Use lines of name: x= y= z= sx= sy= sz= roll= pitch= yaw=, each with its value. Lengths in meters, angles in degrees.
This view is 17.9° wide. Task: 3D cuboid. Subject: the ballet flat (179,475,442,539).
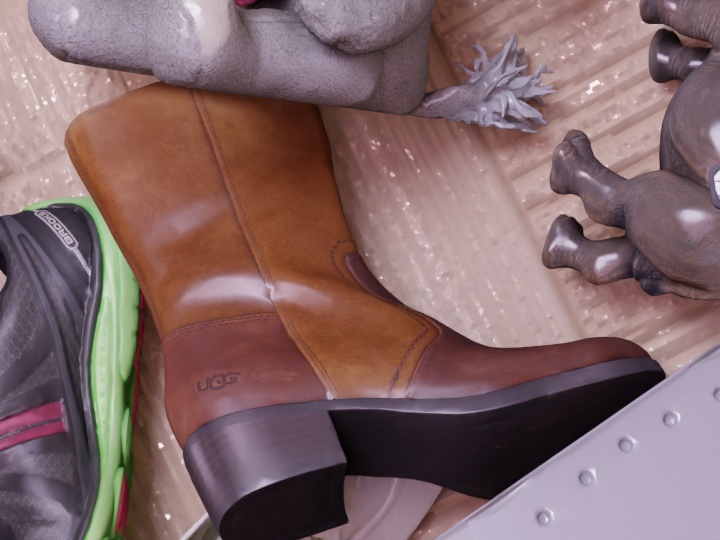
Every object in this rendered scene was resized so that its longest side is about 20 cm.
ballet flat: x=-0.035 y=0.104 z=0.888 sx=0.200 sy=0.069 sz=0.069 roll=-45 pitch=74 yaw=7

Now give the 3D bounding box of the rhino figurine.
rhino figurine: x=0.146 y=-0.078 z=0.855 sx=0.087 sy=0.060 sz=0.200 roll=24 pitch=80 yaw=26

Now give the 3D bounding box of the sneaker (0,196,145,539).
sneaker: x=-0.131 y=0.067 z=0.901 sx=0.083 sy=0.077 sz=0.201 roll=4 pitch=66 yaw=-2

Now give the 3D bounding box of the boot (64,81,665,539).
boot: x=0.000 y=0.000 z=0.885 sx=0.188 sy=0.069 sz=0.200 roll=-16 pitch=54 yaw=-10

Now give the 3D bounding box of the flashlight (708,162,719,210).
flashlight: x=0.174 y=-0.021 z=0.768 sx=0.068 sy=0.200 sz=0.068 roll=34 pitch=94 yaw=19

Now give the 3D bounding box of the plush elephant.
plush elephant: x=-0.006 y=-0.140 z=0.856 sx=0.199 sy=0.165 sz=0.156 roll=7 pitch=96 yaw=-21

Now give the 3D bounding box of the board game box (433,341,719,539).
board game box: x=0.146 y=0.135 z=0.810 sx=0.200 sy=0.026 sz=0.200 roll=-32 pitch=75 yaw=-17
